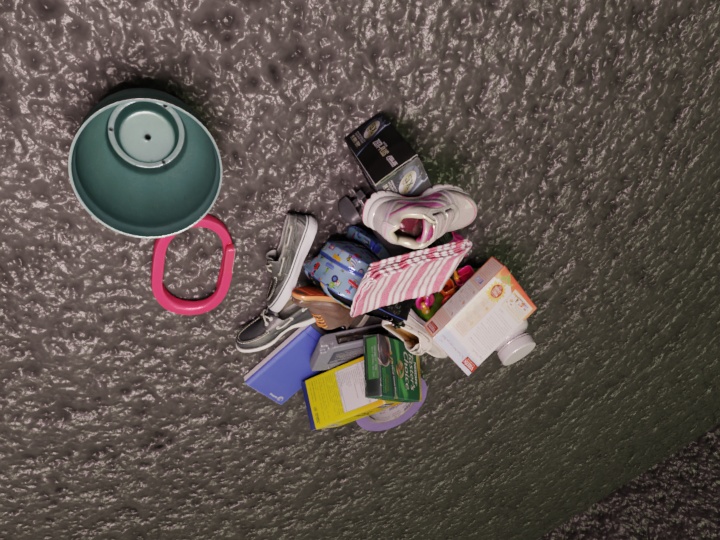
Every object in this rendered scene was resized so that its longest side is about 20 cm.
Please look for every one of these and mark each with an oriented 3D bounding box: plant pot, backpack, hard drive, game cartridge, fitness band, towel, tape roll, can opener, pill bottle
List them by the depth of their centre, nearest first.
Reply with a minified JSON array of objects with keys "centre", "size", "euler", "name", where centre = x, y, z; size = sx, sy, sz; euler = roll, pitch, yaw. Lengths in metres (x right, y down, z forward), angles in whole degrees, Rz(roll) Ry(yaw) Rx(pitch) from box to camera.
[{"centre":[-0.304,-0.170,0.780],"size":[0.193,0.136,0.206],"euler":[-13,130,-15],"name":"plant pot"},{"centre":[0.082,0.017,0.903],"size":[0.193,0.031,0.148],"euler":[-14,154,-22],"name":"towel"},{"centre":[0.021,-0.071,0.971],"size":[0.066,0.202,0.054],"euler":[-34,141,2],"name":"can opener"},{"centre":[-0.301,-0.009,0.979],"size":[0.139,0.038,0.205],"euler":[4,123,-24],"name":"fitness band"},{"centre":[0.000,0.000,1.023],"size":[0.196,0.182,0.138],"euler":[20,99,-38],"name":"backpack"},{"centre":[-0.012,0.168,1.192],"size":[0.193,0.043,0.134],"euler":[-8,155,-24],"name":"game cartridge"},{"centre":[0.305,0.102,1.228],"size":[0.109,0.204,0.114],"euler":[-21,151,-13],"name":"pill bottle"},{"centre":[-0.149,0.211,1.229],"size":[0.199,0.026,0.132],"euler":[-41,132,8],"name":"hard drive"},{"centre":[0.063,0.300,1.361],"size":[0.193,0.086,0.205],"euler":[-13,130,-15],"name":"tape roll"}]

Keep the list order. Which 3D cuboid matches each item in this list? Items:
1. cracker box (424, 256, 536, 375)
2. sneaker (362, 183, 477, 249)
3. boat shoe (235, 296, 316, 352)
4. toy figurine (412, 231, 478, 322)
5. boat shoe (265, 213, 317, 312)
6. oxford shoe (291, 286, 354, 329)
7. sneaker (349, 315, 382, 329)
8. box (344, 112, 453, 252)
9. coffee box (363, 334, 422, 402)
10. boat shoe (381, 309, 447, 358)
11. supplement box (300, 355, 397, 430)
[{"centre":[0.241,0.094,1.101],"size":[0.200,0.058,0.134],"euler":[-45,117,4],"name":"cracker box"},{"centre":[0.104,-0.076,0.857],"size":[0.193,0.089,0.084],"euler":[-10,131,-18],"name":"sneaker"},{"centre":[-0.167,0.094,1.101],"size":[0.196,0.076,0.062],"euler":[-29,136,-18],"name":"boat shoe"},{"centre":[0.163,-0.001,1.140],"size":[0.195,0.152,0.187],"euler":[-26,128,3],"name":"toy figurine"},{"centre":[-0.147,-0.019,1.029],"size":[0.069,0.072,0.205],"euler":[16,110,-22],"name":"boat shoe"},{"centre":[-0.068,0.080,1.071],"size":[0.197,0.070,0.075],"euler":[19,92,-52],"name":"oxford shoe"},{"centre":[0.057,0.046,1.178],"size":[0.104,0.075,0.202],"euler":[15,119,-47],"name":"sneaker"},{"centre":[0.069,-0.144,0.960],"size":[0.084,0.166,0.202],"euler":[-31,133,3],"name":"box"},{"centre":[0.071,0.210,1.147],"size":[0.043,0.128,0.198],"euler":[-12,159,27],"name":"coffee box"},{"centre":[0.116,0.142,1.143],"size":[0.070,0.072,0.199],"euler":[-19,131,42],"name":"boat shoe"},{"centre":[-0.019,0.274,1.226],"size":[0.195,0.113,0.109],"euler":[-25,160,22],"name":"supplement box"}]
